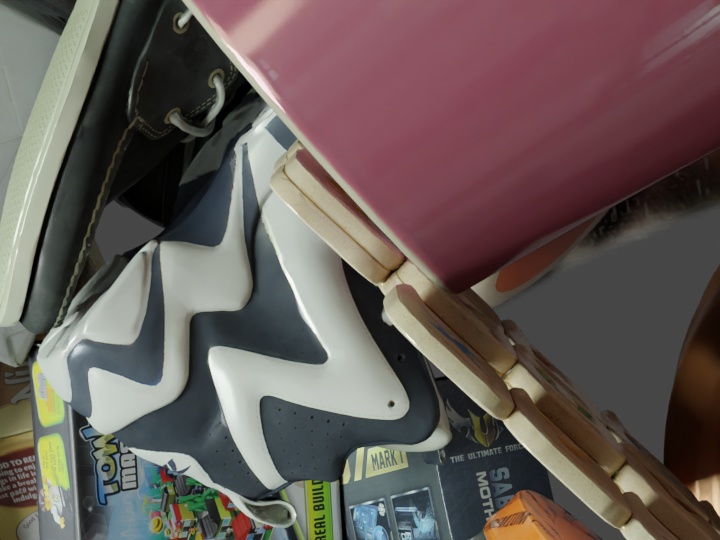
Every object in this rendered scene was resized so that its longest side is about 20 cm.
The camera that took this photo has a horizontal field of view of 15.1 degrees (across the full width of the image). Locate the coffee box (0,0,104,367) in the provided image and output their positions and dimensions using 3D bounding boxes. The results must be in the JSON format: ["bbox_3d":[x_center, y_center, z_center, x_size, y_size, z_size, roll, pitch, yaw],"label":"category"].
[{"bbox_3d":[-0.157,-0.058,1.015,0.115,0.079,0.200,-61,26,5],"label":"coffee box"}]

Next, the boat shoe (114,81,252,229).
[{"bbox_3d":[-0.043,-0.103,1.011,0.068,0.073,0.200,32,109,23],"label":"boat shoe"}]

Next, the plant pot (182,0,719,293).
[{"bbox_3d":[0.049,-0.100,0.687,0.200,0.179,0.200,49,-176,-5],"label":"plant pot"}]

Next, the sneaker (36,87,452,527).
[{"bbox_3d":[0.000,0.000,0.920,0.130,0.199,0.079,43,164,-13],"label":"sneaker"}]

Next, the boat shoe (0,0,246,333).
[{"bbox_3d":[-0.067,-0.069,0.892,0.201,0.067,0.072,-67,14,-1],"label":"boat shoe"}]

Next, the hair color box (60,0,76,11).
[{"bbox_3d":[-0.095,-0.164,1.092,0.109,0.064,0.202,33,125,52],"label":"hair color box"}]

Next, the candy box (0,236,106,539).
[{"bbox_3d":[-0.101,0.096,1.080,0.116,0.055,0.201,-96,-10,-51],"label":"candy box"}]

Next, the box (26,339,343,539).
[{"bbox_3d":[-0.059,0.121,0.980,0.035,0.109,0.202,5,100,59],"label":"box"}]

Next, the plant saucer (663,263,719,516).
[{"bbox_3d":[0.151,0.074,0.792,0.200,0.037,0.202,27,123,53],"label":"plant saucer"}]

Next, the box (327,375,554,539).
[{"bbox_3d":[0.009,0.130,1.026,0.200,0.051,0.159,-23,78,58],"label":"box"}]

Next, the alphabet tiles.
[{"bbox_3d":[0.053,0.036,0.752,0.200,0.015,0.196,42,-176,-4],"label":"alphabet tiles"}]

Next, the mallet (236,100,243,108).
[{"bbox_3d":[-0.033,-0.006,1.040,0.041,0.066,0.201,37,136,18],"label":"mallet"}]

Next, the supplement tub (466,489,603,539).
[{"bbox_3d":[0.019,0.175,0.870,0.200,0.122,0.123,-48,50,8],"label":"supplement tub"}]

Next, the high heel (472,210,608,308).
[{"bbox_3d":[0.057,-0.086,0.863,0.096,0.067,0.201,44,121,29],"label":"high heel"}]
